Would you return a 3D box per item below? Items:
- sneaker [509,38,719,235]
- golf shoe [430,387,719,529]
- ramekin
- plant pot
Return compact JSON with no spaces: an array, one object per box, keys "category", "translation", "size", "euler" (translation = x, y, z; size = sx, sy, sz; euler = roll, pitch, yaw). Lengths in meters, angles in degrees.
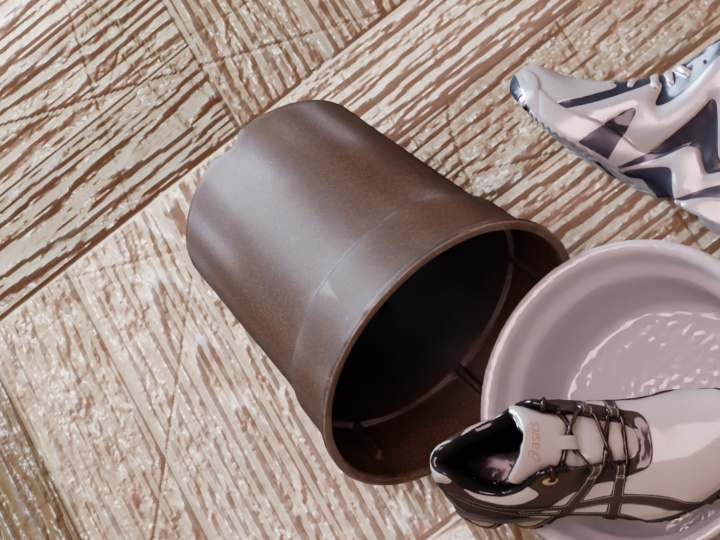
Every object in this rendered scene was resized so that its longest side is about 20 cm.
[{"category":"sneaker","translation":[0.204,-0.114,1.675],"size":[0.199,0.079,0.130],"euler":[31,90,29]},{"category":"golf shoe","translation":[0.135,0.110,1.527],"size":[0.200,0.094,0.078],"euler":[-16,69,20]},{"category":"ramekin","translation":[0.184,0.089,1.617],"size":[0.200,0.098,0.201],"euler":[-7,74,25]},{"category":"plant pot","translation":[0.000,0.000,1.686],"size":[0.200,0.200,0.198],"euler":[-51,54,5]}]
